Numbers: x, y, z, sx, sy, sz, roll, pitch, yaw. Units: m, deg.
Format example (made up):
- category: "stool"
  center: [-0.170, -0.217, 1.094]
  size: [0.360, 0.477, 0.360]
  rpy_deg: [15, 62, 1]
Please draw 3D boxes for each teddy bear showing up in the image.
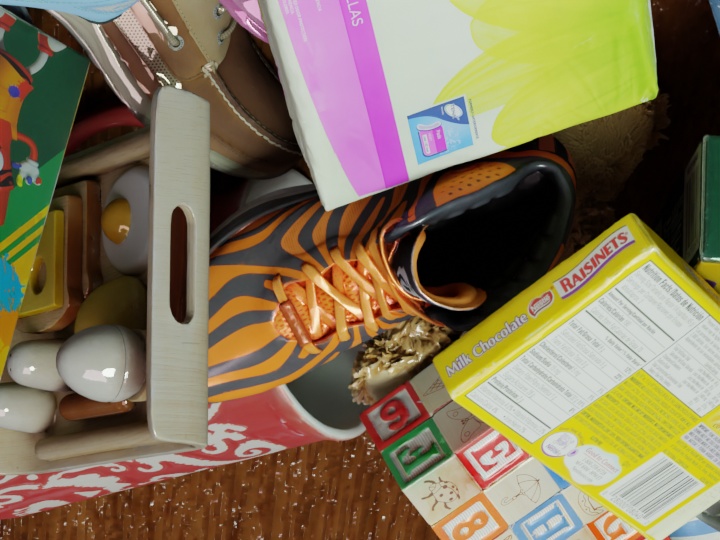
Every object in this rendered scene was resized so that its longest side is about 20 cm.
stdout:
- category: "teddy bear"
  center: [0.065, -0.013, 1.118]
  size: [0.144, 0.067, 0.201]
  rpy_deg: [-1, 121, -21]

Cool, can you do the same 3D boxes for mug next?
- category: "mug"
  center: [-0.110, 0.023, 1.170]
  size: [0.199, 0.179, 0.133]
  rpy_deg: [-20, 162, 25]

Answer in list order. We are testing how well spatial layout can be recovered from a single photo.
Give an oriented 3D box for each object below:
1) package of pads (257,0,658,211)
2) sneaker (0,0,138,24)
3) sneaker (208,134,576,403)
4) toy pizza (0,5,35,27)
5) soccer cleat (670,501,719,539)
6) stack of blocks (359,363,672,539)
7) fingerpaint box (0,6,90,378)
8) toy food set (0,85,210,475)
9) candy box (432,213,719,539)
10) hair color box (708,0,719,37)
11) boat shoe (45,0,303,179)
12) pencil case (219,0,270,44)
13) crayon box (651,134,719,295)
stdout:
- category: "package of pads"
  center: [0.033, -0.130, 0.927]
  size: [0.154, 0.068, 0.201]
  rpy_deg: [-19, 136, -3]
- category: "sneaker"
  center: [-0.172, -0.141, 0.967]
  size: [0.199, 0.079, 0.090]
  rpy_deg: [18, 150, -13]
- category: "sneaker"
  center: [0.000, 0.000, 1.002]
  size: [0.199, 0.112, 0.078]
  rpy_deg: [-33, 105, 4]
- category: "toy pizza"
  center: [-0.237, -0.113, 1.086]
  size: [0.199, 0.032, 0.201]
  rpy_deg: [8, 143, 6]
- category: "soccer cleat"
  center: [0.115, 0.110, 1.233]
  size: [0.199, 0.070, 0.086]
  rpy_deg: [27, 126, -17]
- category: "stack of blocks"
  center: [0.100, 0.110, 1.135]
  size: [0.115, 0.059, 0.200]
  rpy_deg: [-35, 129, 2]
- category: "fingerpaint box"
  center: [-0.215, -0.004, 1.051]
  size: [0.073, 0.168, 0.200]
  rpy_deg: [29, 144, -26]
- category: "toy food set"
  center: [-0.129, 0.010, 1.042]
  size: [0.060, 0.144, 0.200]
  rpy_deg: [5, 169, -34]
- category: "candy box"
  center: [0.120, 0.051, 1.014]
  size: [0.102, 0.026, 0.200]
  rpy_deg: [-38, 142, 11]
- category: "hair color box"
  center: [0.177, -0.154, 0.983]
  size: [0.060, 0.100, 0.201]
  rpy_deg: [-1, 132, 30]
- category: "boat shoe"
  center: [-0.084, -0.118, 1.060]
  size: [0.072, 0.076, 0.200]
  rpy_deg: [-33, 122, 25]
- category: "pencil case"
  center: [0.008, -0.182, 0.978]
  size: [0.087, 0.088, 0.200]
  rpy_deg: [32, 117, -20]
- category: "crayon box"
  center: [0.223, -0.008, 1.064]
  size: [0.171, 0.059, 0.200]
  rpy_deg: [3, 171, 1]
